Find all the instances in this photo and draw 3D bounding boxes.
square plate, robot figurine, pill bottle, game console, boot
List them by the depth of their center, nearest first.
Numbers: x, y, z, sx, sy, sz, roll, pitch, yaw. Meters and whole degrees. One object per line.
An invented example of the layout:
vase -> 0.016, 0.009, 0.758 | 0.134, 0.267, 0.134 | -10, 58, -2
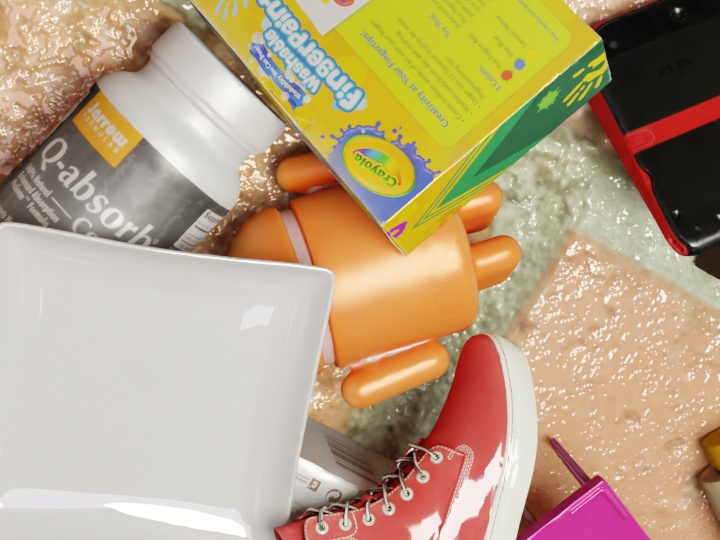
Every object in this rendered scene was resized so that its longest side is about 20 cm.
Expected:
square plate -> -0.129, 0.077, 0.882 | 0.200, 0.028, 0.198 | 8, 104, -13
boot -> 0.025, 0.128, 0.909 | 0.144, 0.072, 0.200 | 12, 84, -18
pill bottle -> -0.148, -0.050, 0.920 | 0.116, 0.116, 0.200 | 42, 94, -17
robot figurine -> -0.001, -0.002, 0.960 | 0.200, 0.117, 0.144 | -17, 118, -7
game console -> 0.258, -0.116, 0.968 | 0.200, 0.031, 0.177 | -23, 69, -3

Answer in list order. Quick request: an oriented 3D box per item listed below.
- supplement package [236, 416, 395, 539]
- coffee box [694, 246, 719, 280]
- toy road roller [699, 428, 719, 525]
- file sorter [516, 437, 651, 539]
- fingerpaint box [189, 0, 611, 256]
supplement package -> -0.056, 0.211, 1.000 | 0.117, 0.117, 0.200 | 30, 97, -16
coffee box -> 0.353, -0.021, 1.033 | 0.200, 0.080, 0.114 | 17, 99, -14
toy road roller -> 0.351, 0.143, 1.030 | 0.200, 0.146, 0.123 | -26, 92, -1
file sorter -> 0.109, 0.235, 1.031 | 0.200, 0.125, 0.139 | -38, 106, 0
fingerpaint box -> 0.023, -0.139, 0.900 | 0.167, 0.073, 0.200 | -41, 70, 1
